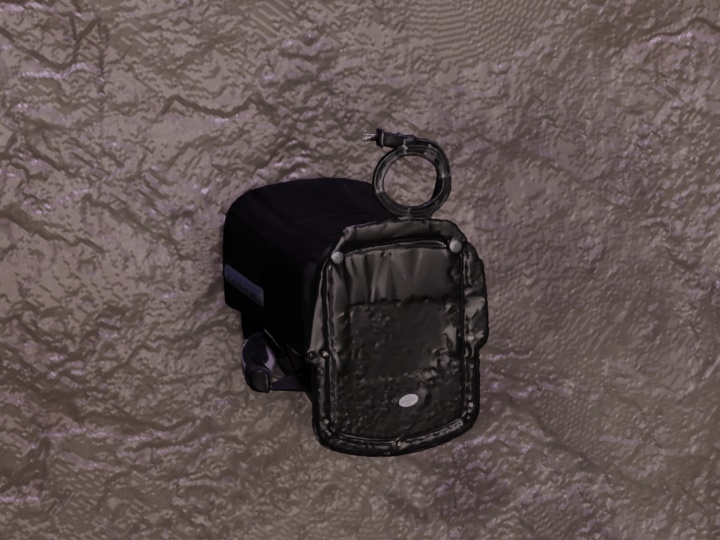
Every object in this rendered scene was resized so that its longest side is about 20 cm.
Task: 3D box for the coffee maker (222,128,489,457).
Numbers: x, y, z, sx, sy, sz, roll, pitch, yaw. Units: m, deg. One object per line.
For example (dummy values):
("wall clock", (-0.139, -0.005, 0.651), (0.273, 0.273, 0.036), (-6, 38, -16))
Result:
("coffee maker", (0.000, 0.000, 1.512), (0.135, 0.200, 0.192), (19, 97, -22))
